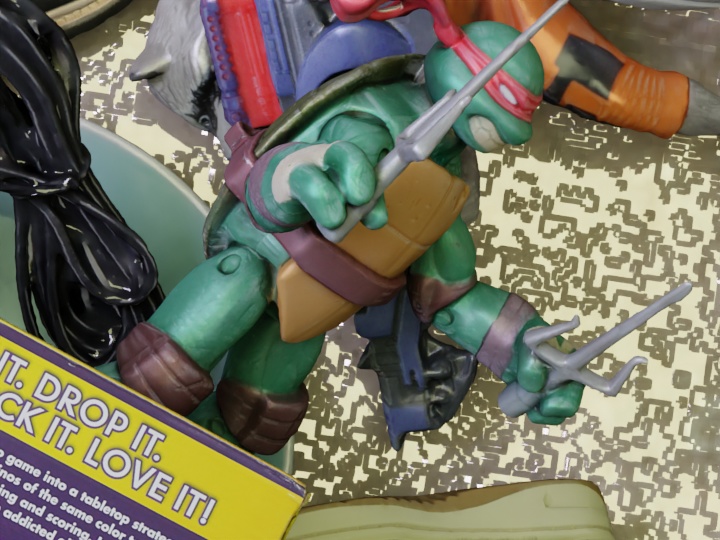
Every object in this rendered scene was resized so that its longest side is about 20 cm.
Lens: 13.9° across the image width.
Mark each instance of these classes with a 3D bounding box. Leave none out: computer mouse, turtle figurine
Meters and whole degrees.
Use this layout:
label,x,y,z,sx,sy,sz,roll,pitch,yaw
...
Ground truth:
label,x,y,z,sx,sy,sz,roll,pitch,yaw
computer mouse,-0.161,-0.005,0.817,0.199,0.053,0.139,-18,130,2
turtle figurine,0.000,0.000,0.789,0.200,0.150,0.101,-44,46,16

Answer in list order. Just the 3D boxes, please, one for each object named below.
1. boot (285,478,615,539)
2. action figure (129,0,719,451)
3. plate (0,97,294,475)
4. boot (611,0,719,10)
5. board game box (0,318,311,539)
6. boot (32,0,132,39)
label,x,y,z,sx,sy,sz,roll,pitch,yaw
boot,0.017,0.142,0.792,0.200,0.072,0.155,-5,66,-42
action figure,0.030,-0.057,0.870,0.193,0.105,0.201,-3,112,2
plate,-0.119,0.048,0.867,0.200,0.026,0.201,0,86,-4
boot,0.153,-0.112,0.793,0.200,0.096,0.074,-14,102,-22
board game box,-0.138,0.079,0.692,0.200,0.057,0.166,29,71,-5
boot,-0.113,-0.113,0.813,0.200,0.138,0.077,-41,74,-15
